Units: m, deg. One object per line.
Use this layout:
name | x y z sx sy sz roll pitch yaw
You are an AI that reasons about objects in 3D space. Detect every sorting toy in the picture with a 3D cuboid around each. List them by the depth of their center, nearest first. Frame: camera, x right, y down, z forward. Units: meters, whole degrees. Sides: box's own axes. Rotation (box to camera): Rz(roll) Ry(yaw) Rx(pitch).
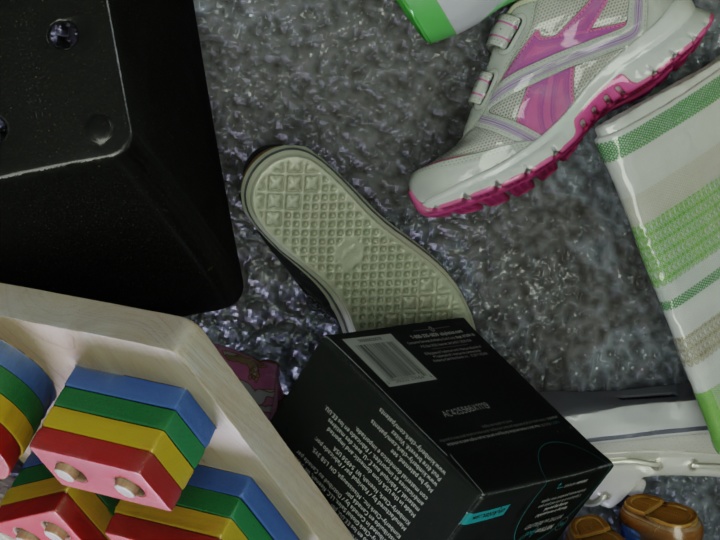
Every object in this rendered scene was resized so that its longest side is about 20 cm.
sorting toy | -0.132 0.095 1.100 0.070 0.197 0.200 -62 142 -26

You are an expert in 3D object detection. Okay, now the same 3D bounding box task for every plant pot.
plant pot | -0.182 -0.080 1.159 0.198 0.178 0.202 -11 74 0

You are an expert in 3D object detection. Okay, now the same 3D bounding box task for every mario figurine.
mario figurine | 0.171 0.239 1.287 0.122 0.106 0.202 -2 116 4

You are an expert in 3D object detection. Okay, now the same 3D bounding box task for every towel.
towel | 0.213 -0.016 1.267 0.149 0.031 0.201 -29 105 -33

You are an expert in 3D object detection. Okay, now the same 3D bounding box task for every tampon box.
tampon box | 0.010 0.146 1.217 0.126 0.149 0.201 44 114 23

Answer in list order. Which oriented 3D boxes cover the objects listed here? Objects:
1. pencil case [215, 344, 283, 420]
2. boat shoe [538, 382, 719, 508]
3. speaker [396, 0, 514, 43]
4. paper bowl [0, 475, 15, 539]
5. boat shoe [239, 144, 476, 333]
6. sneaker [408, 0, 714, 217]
pencil case | -0.144 0.075 1.267 0.198 0.087 0.083 14 137 -5
boat shoe | 0.148 0.108 1.302 0.198 0.071 0.071 -4 98 -9
speaker | 0.099 -0.213 1.229 0.199 0.088 0.089 -35 100 3
paper bowl | -0.248 0.201 1.270 0.199 0.105 0.202 0 111 -1
boat shoe | 0.000 0.000 1.278 0.075 0.062 0.200 -42 115 0
sneaker | 0.100 -0.108 1.254 0.200 0.081 0.088 -39 84 -4
